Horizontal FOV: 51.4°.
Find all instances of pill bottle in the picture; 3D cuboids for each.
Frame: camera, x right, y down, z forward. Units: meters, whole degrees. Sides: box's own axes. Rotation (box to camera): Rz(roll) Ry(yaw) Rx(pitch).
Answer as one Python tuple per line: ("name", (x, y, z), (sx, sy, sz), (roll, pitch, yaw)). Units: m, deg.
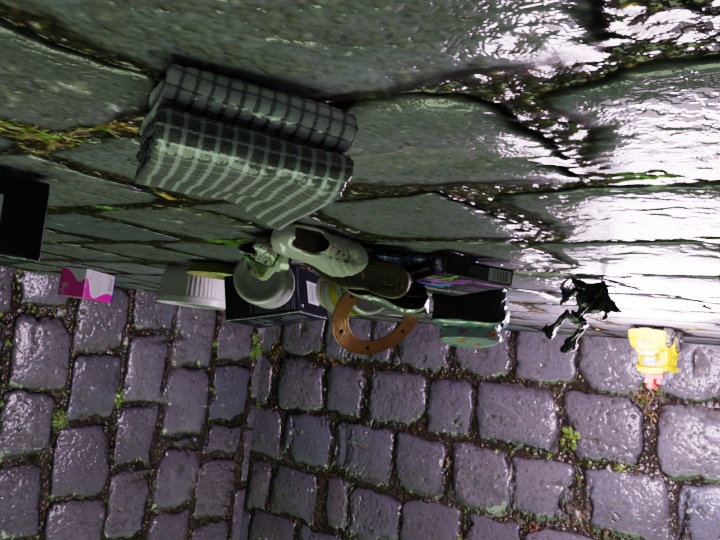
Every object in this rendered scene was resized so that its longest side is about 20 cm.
("pill bottle", (-0.205, 0.025, 1.654), (0.114, 0.115, 0.200), (6, 173, 4))
("pill bottle", (-0.023, 0.042, 1.630), (0.112, 0.114, 0.200), (10, 172, -26))

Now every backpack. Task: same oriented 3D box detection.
("backpack", (0.258, 0.102, 1.724), (0.175, 0.154, 0.200), (-1, 178, 15))

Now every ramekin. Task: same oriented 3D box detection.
("ramekin", (-0.476, 0.048, 2.139), (0.199, 0.106, 0.200), (6, 173, 1))

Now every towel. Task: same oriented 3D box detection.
("towel", (-0.110, -0.099, 0.659), (0.165, 0.086, 0.200), (10, 173, -20))
("towel", (0.127, -0.014, 1.431), (0.199, 0.024, 0.145), (3, 170, 12))

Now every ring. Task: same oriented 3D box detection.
("ring", (0.033, 0.086, 1.531), (0.199, 0.201, 0.019), (10, -155, -31))

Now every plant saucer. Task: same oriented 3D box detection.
("plant saucer", (-0.356, 0.003, 1.962), (0.199, 0.031, 0.200), (5, 173, 1))

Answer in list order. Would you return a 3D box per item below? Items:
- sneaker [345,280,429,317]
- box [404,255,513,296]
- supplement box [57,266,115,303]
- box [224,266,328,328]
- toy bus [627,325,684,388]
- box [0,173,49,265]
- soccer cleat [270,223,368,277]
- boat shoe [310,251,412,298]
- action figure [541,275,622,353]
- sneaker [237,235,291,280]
("sneaker", (0.043, 0.041, 1.421), (0.199, 0.074, 0.079), (24, 163, 26))
("box", (0.169, 0.014, 1.401), (0.142, 0.036, 0.200), (10, 170, -21))
("supplement box", (-0.959, 0.052, 2.634), (0.103, 0.102, 0.200), (6, 172, 9))
("box", (-0.210, 0.070, 1.883), (0.199, 0.118, 0.197), (-9, 169, 16))
("toy bus", (0.913, 0.271, 2.330), (0.135, 0.193, 0.199), (3, 171, 40))
("box", (-0.577, -0.080, 1.056), (0.196, 0.118, 0.199), (12, 170, -42))
("soccer cleat", (-0.057, -0.033, 1.246), (0.199, 0.070, 0.077), (15, 165, -37))
("boat shoe", (0.000, 0.000, 1.362), (0.199, 0.072, 0.068), (19, -171, 15))
("action figure", (0.439, 0.069, 1.473), (0.118, 0.102, 0.200), (32, 133, 5))
("sneaker", (-0.187, -0.036, 1.383), (0.088, 0.077, 0.200), (23, 162, -20))
